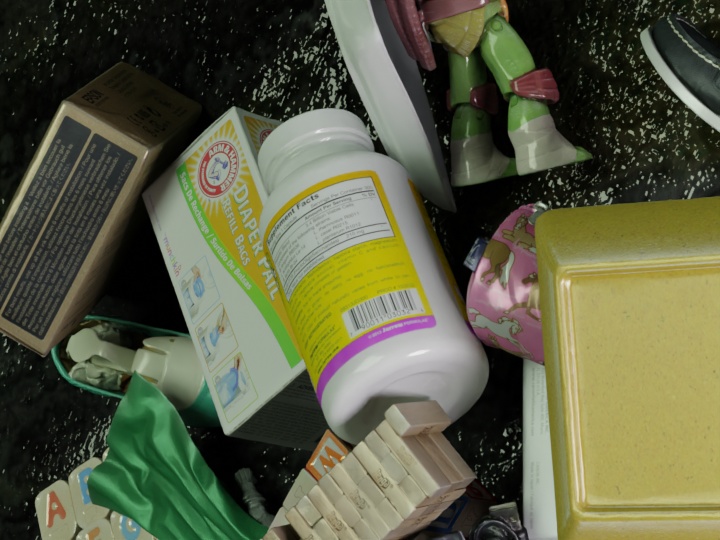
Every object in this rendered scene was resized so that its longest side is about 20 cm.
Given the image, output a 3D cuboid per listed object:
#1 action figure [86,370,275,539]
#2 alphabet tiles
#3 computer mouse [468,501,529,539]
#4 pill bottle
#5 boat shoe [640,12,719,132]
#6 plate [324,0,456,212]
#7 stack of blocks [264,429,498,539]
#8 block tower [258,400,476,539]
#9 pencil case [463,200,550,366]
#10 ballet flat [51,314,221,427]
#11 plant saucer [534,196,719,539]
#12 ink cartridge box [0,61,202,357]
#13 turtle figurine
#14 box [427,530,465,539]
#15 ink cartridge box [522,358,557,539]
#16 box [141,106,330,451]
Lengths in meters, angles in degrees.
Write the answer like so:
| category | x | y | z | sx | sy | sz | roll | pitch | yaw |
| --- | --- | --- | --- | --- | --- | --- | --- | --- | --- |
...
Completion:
| category | x | y | z | sx | sy | sz | roll | pitch | yaw |
| --- | --- | --- | --- | --- | --- | --- | --- | --- | --- |
| action figure | -0.096 | 0.169 | 1.681 | 0.200 | 0.055 | 0.119 | 40 | 130 | 28 |
| alphabet tiles | -0.180 | 0.227 | 1.788 | 0.200 | 0.015 | 0.197 | -33 | 59 | 34 |
| computer mouse | 0.161 | 0.200 | 1.429 | 0.199 | 0.053 | 0.139 | -1 | 110 | 38 |
| pill bottle | 0.000 | 0.000 | 1.513 | 0.104 | 0.104 | 0.201 | -42 | 51 | 29 |
| boat shoe | 0.241 | -0.089 | 1.426 | 0.200 | 0.075 | 0.060 | 49 | 115 | 26 |
| plate | 0.004 | -0.160 | 1.568 | 0.032 | 0.200 | 0.201 | -19 | 56 | 7 |
| stack of blocks | -0.014 | 0.204 | 1.567 | 0.059 | 0.115 | 0.201 | 43 | 111 | 40 |
| block tower | -0.018 | 0.162 | 1.466 | 0.200 | 0.054 | 0.058 | -47 | 70 | 21 |
| pencil case | 0.159 | 0.024 | 1.420 | 0.199 | 0.087 | 0.083 | 17 | 54 | 29 |
| ballet flat | -0.149 | 0.070 | 1.755 | 0.199 | 0.070 | 0.068 | 8 | 86 | 44 |
| plant saucer | 0.180 | 0.062 | 1.337 | 0.199 | 0.048 | 0.202 | -4 | 91 | 30 |
| ink cartridge box | -0.192 | -0.048 | 1.738 | 0.075 | 0.200 | 0.165 | 30 | 103 | -1 |
| turtle figurine | 0.100 | -0.160 | 1.571 | 0.143 | 0.200 | 0.195 | -11 | 93 | 18 |
| box | 0.034 | 0.298 | 1.440 | 0.199 | 0.122 | 0.201 | 57 | 151 | 34 |
| ink cartridge box | 0.192 | 0.080 | 1.462 | 0.199 | 0.057 | 0.164 | -3 | 77 | 22 |
| box | -0.050 | 0.007 | 1.647 | 0.101 | 0.112 | 0.201 | -41 | 54 | 29 |
